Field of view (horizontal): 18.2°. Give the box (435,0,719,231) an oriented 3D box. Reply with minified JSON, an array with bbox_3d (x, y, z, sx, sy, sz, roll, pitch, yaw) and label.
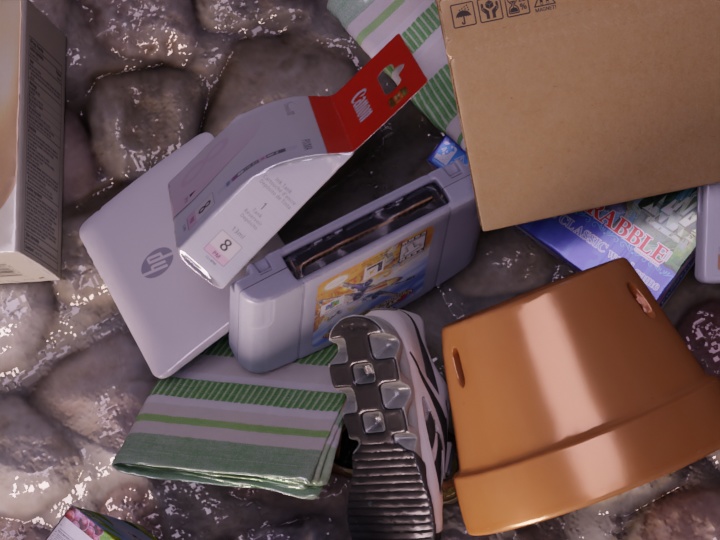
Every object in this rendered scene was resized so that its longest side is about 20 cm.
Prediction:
[{"bbox_3d":[0.163,-0.125,1.519,0.199,0.021,0.164,-12,101,-1],"label":"box"}]

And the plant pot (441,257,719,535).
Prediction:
[{"bbox_3d":[0.141,0.080,1.525,0.199,0.200,0.141,-22,88,6],"label":"plant pot"}]

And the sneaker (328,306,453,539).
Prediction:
[{"bbox_3d":[0.036,0.123,1.551,0.074,0.088,0.201,-1,98,33],"label":"sneaker"}]

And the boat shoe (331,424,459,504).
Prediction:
[{"bbox_3d":[-0.013,0.114,1.630,0.199,0.068,0.072,12,81,14],"label":"boat shoe"}]

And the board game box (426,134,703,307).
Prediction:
[{"bbox_3d":[0.185,-0.100,1.612,0.200,0.041,0.200,36,89,14],"label":"board game box"}]

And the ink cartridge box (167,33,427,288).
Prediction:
[{"bbox_3d":[-0.049,-0.092,1.562,0.057,0.163,0.200,39,100,-17],"label":"ink cartridge box"}]

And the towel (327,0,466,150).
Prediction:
[{"bbox_3d":[0.077,-0.191,1.627,0.153,0.023,0.200,-45,53,7],"label":"towel"}]

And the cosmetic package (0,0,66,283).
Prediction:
[{"bbox_3d":[-0.274,-0.098,1.711,0.071,0.105,0.201,-3,76,11],"label":"cosmetic package"}]

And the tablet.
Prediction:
[{"bbox_3d":[-0.131,-0.015,1.659,0.130,0.014,0.200,-37,41,2],"label":"tablet"}]

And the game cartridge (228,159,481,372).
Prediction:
[{"bbox_3d":[0.000,0.000,1.581,0.199,0.133,0.042,-27,64,-16],"label":"game cartridge"}]

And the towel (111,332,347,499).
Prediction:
[{"bbox_3d":[-0.072,0.087,1.605,0.152,0.023,0.200,5,37,15],"label":"towel"}]

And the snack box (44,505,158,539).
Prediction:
[{"bbox_3d":[-0.122,0.254,1.569,0.200,0.169,0.068,35,88,17],"label":"snack box"}]

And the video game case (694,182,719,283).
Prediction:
[{"bbox_3d":[0.333,-0.082,1.566,0.199,0.023,0.183,0,97,-10],"label":"video game case"}]
